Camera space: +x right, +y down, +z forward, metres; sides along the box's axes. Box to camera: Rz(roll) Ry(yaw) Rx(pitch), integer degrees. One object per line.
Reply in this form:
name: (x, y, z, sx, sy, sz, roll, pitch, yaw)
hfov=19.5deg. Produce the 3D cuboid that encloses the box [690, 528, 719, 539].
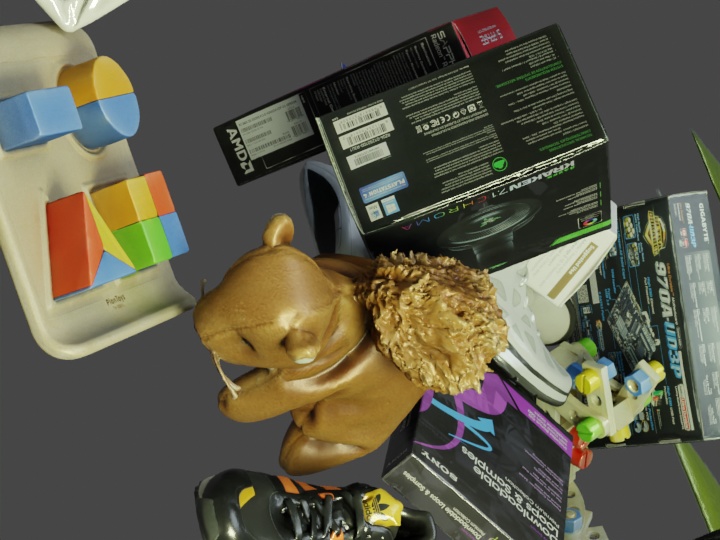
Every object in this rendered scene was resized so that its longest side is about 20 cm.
box: (0.218, 0.247, 1.462, 0.044, 0.160, 0.200, 62, 18, -7)

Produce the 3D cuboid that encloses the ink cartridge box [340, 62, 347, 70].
ink cartridge box: (0.053, -0.109, 1.825, 0.200, 0.039, 0.100, 31, 41, -56)

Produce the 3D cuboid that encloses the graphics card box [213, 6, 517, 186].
graphics card box: (0.007, -0.126, 1.502, 0.051, 0.200, 0.125, 65, 22, -4)

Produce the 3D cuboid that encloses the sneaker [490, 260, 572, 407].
sneaker: (0.119, 0.013, 1.591, 0.200, 0.115, 0.076, 42, -5, -32)

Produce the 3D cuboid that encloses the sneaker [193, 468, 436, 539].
sneaker: (-0.024, 0.152, 1.294, 0.200, 0.090, 0.070, 28, 43, -59)

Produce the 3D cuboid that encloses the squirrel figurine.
squirrel figurine: (-0.008, 0.028, 1.306, 0.187, 0.200, 0.142, 51, 30, -64)

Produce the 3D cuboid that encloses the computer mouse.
computer mouse: (0.000, 0.000, 1.575, 0.110, 0.044, 0.200, 27, 45, -58)

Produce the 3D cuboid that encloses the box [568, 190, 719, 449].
box: (0.233, 0.044, 1.724, 0.046, 0.159, 0.201, -7, 86, -32)

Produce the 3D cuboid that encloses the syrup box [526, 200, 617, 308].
syrup box: (0.102, -0.067, 1.645, 0.200, 0.081, 0.079, 34, 21, -7)

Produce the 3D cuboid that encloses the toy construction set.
toy construction set: (0.176, 0.143, 1.715, 0.092, 0.131, 0.200, -16, 123, -44)

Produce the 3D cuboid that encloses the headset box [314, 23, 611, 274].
headset box: (0.076, -0.064, 1.441, 0.200, 0.174, 0.093, 68, 1, -72)

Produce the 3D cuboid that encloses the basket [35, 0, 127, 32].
basket: (-0.183, -0.272, 1.275, 0.200, 0.135, 0.123, 53, 14, -27)

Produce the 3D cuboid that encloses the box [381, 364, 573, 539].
box: (0.088, 0.133, 1.498, 0.143, 0.036, 0.200, 41, 26, -12)

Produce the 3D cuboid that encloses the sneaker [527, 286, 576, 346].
sneaker: (0.090, 0.008, 1.687, 0.200, 0.074, 0.080, 32, 20, -16)

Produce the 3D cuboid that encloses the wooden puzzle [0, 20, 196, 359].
wooden puzzle: (-0.165, -0.058, 1.232, 0.200, 0.046, 0.185, 66, 21, -1)
